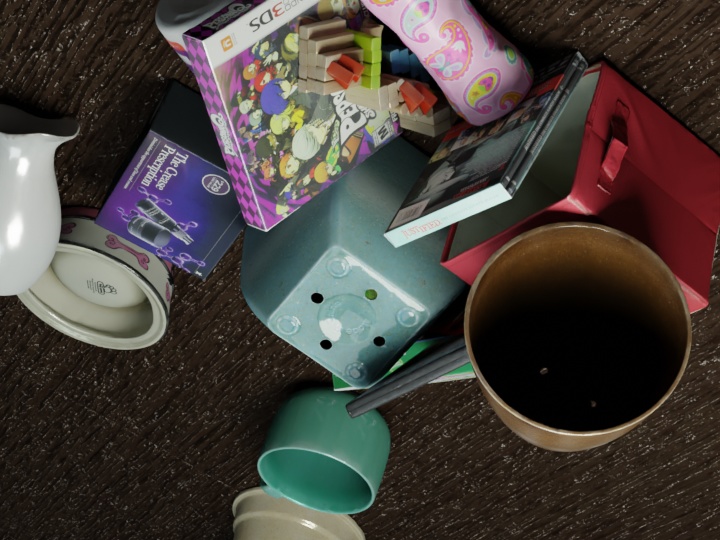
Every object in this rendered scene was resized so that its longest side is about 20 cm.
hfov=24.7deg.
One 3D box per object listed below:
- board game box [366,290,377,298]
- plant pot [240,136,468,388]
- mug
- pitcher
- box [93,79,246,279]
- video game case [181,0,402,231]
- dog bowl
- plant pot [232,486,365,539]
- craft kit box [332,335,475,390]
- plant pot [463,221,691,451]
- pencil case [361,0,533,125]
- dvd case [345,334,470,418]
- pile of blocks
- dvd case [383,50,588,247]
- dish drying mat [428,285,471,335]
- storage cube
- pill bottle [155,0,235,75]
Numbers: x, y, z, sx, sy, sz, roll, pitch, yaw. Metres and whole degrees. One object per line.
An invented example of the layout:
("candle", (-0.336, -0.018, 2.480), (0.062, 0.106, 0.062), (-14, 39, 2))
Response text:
("board game box", (-0.011, -0.009, 1.790), (0.101, 0.048, 0.200), (11, 143, 13))
("plant pot", (0.000, 0.000, 1.601), (0.196, 0.200, 0.196), (35, 118, -13))
("mug", (-0.054, 0.215, 2.053), (0.185, 0.115, 0.152), (2, 141, 25))
("pitcher", (-0.401, -0.089, 1.789), (0.171, 0.121, 0.200), (26, 114, 21))
("box", (-0.181, -0.091, 1.741), (0.141, 0.079, 0.200), (26, 145, -12))
("video game case", (-0.055, -0.164, 1.465), (0.036, 0.181, 0.200), (23, 140, 43))
("dog bowl", (-0.309, 0.005, 1.933), (0.200, 0.074, 0.200), (13, 143, 10))
("plant pot", (-0.114, 0.434, 2.313), (0.200, 0.184, 0.201), (13, 144, 10))
("craft kit box", (0.104, 0.096, 1.785), (0.200, 0.049, 0.197), (-11, 176, 36))
("plant pot", (0.181, 0.082, 1.438), (0.187, 0.187, 0.200), (14, 159, 8))
("pencil case", (0.070, -0.219, 1.444), (0.087, 0.088, 0.200), (-15, 131, 39))
("dvd case", (0.083, 0.079, 1.560), (0.143, 0.200, 0.018), (-28, 91, 28))
("pile of blocks", (0.029, -0.175, 1.473), (0.062, 0.082, 0.200), (21, -175, 42))
("dvd case", (0.113, -0.109, 1.466), (0.146, 0.200, 0.022), (-23, 114, 43))
("dish drying mat", (0.098, 0.036, 1.650), (0.018, 0.077, 0.200), (57, 174, -8))
("storage cube", (0.210, -0.051, 1.522), (0.180, 0.171, 0.200), (35, 142, -22))
("pill bottle", (-0.092, -0.192, 1.531), (0.111, 0.112, 0.200), (-8, 136, 34))
